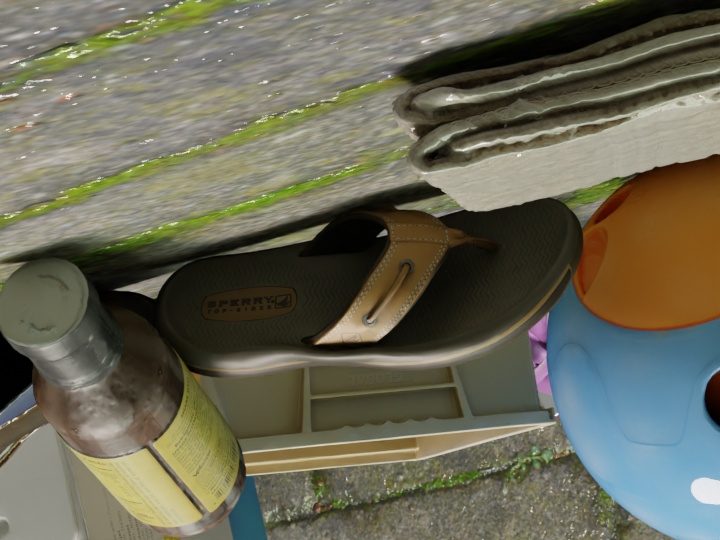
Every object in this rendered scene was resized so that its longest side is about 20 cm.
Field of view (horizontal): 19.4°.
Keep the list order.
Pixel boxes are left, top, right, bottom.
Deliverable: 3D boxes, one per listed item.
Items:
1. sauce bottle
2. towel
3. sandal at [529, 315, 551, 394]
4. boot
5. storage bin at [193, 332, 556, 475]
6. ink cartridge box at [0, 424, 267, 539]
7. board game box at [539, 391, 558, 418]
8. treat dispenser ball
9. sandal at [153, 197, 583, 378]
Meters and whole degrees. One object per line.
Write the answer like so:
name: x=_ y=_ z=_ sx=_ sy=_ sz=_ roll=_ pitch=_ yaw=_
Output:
sauce bottle: x=-0.103 y=0.055 z=0.919 sx=0.064 sy=0.065 sz=0.200 roll=-14 pitch=151 yaw=5
towel: x=0.085 y=-0.054 z=0.722 sx=0.132 sy=0.035 sz=0.200 roll=-13 pitch=176 yaw=6
sandal: x=0.086 y=0.038 z=1.263 sx=0.082 sy=0.050 sz=0.203 roll=23 pitch=162 yaw=22
boot: x=-0.188 y=0.054 z=0.992 sx=0.199 sy=0.075 sz=0.097 roll=-25 pitch=162 yaw=12
storage bin: x=-0.026 y=0.060 z=1.181 sx=0.198 sy=0.094 sz=0.200 roll=-4 pitch=172 yaw=-20
ink cartridge box: x=-0.181 y=0.130 z=1.312 sx=0.146 sy=0.147 sz=0.200 roll=-16 pitch=174 yaw=26
board game box: x=0.218 y=0.017 z=1.369 sx=0.200 sy=0.064 sz=0.147 roll=-38 pitch=162 yaw=32
treat dispenser ball: x=0.190 y=0.036 z=1.029 sx=0.200 sy=0.202 sz=0.201 roll=-14 pitch=175 yaw=-1
sandal: x=0.000 y=0.000 z=0.945 sx=0.199 sy=0.082 sz=0.055 roll=-5 pitch=141 yaw=9
